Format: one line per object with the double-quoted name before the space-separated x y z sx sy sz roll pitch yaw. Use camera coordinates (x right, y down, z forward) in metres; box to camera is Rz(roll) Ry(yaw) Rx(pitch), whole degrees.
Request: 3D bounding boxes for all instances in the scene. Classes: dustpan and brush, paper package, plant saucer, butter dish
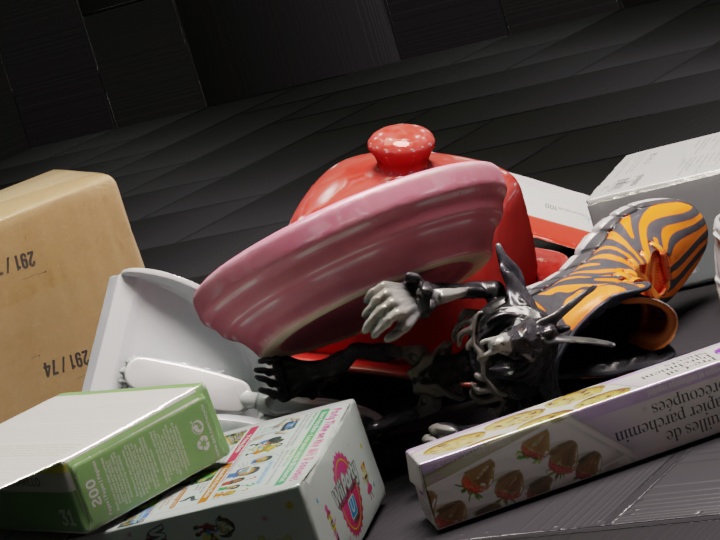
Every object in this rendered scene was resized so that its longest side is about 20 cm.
"dustpan and brush" -0.081 0.080 1.496 0.198 0.141 0.057 12 -11 3
"paper package" -0.246 0.045 1.654 0.199 0.192 0.103 -24 12 -32
"plant saucer" 0.000 0.000 1.395 0.199 0.051 0.201 -22 -10 -4
"butter dish" 0.029 -0.026 1.567 0.198 0.149 0.200 7 28 17

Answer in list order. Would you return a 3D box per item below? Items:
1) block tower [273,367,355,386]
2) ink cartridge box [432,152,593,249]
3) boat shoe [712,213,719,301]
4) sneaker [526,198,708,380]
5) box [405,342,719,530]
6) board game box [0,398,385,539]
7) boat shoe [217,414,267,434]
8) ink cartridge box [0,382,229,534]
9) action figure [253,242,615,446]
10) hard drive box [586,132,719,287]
"block tower" -0.059 0.063 1.642 0.199 0.054 0.058 -23 11 -35
"ink cartridge box" 0.109 -0.053 1.768 0.161 0.058 0.200 15 -2 -7
"boat shoe" 0.277 -0.009 1.434 0.072 0.069 0.200 -19 10 -14
"sneaker" 0.173 0.020 1.477 0.200 0.078 0.112 -36 22 -30
"box" 0.123 0.086 1.259 0.199 0.039 0.041 -18 11 -7
"board game box" -0.100 0.141 1.268 0.199 0.065 0.148 -16 11 15
"boat shoe" -0.123 0.125 1.386 0.199 0.072 0.068 -21 9 20
"ink cartridge box" -0.188 0.116 1.239 0.199 0.048 0.145 -28 14 -38
"action figure" 0.041 0.061 1.339 0.199 0.120 0.102 -22 -3 28
"hard drive box" 0.275 -0.053 1.653 0.199 0.077 0.156 -14 11 21
